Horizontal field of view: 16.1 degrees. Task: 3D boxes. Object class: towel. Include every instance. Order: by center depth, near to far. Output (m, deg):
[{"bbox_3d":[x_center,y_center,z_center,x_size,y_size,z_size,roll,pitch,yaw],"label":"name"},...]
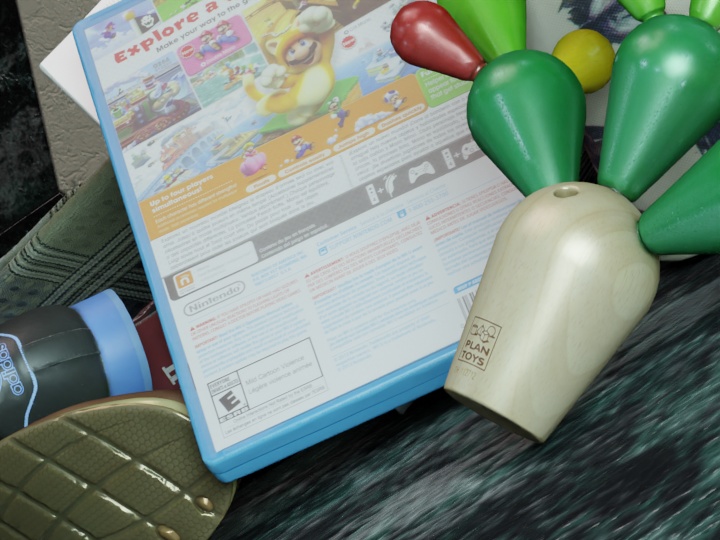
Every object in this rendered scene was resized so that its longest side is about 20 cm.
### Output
[{"bbox_3d":[-0.072,-0.008,1.157,0.192,0.035,0.200,12,-37,-40],"label":"towel"}]

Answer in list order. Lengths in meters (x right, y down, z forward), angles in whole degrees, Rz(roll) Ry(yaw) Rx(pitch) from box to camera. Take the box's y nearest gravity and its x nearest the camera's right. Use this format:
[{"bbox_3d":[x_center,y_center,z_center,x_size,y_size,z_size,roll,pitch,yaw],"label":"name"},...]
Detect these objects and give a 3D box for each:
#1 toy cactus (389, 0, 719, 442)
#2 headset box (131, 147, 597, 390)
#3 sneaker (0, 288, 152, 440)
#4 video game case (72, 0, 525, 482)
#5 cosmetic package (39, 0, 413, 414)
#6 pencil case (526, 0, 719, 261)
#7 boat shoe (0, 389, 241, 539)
[{"bbox_3d":[0.073,-0.035,0.677,0.200,0.102,0.165,23,81,37],"label":"toy cactus"},{"bbox_3d":[0.000,0.000,1.020,0.200,0.077,0.149,-34,4,17],"label":"headset box"},{"bbox_3d":[-0.139,0.071,0.996,0.078,0.070,0.200,-17,-24,-23],"label":"sneaker"},{"bbox_3d":[-0.011,-0.039,0.864,0.143,0.200,0.018,-25,-36,6],"label":"video game case"},{"bbox_3d":[-0.026,-0.042,0.920,0.083,0.200,0.051,-47,-36,1],"label":"cosmetic package"},{"bbox_3d":[0.079,-0.106,0.785,0.089,0.200,0.078,-28,14,15],"label":"pencil case"},{"bbox_3d":[-0.112,0.091,0.903,0.200,0.072,0.068,-34,6,33],"label":"boat shoe"}]
